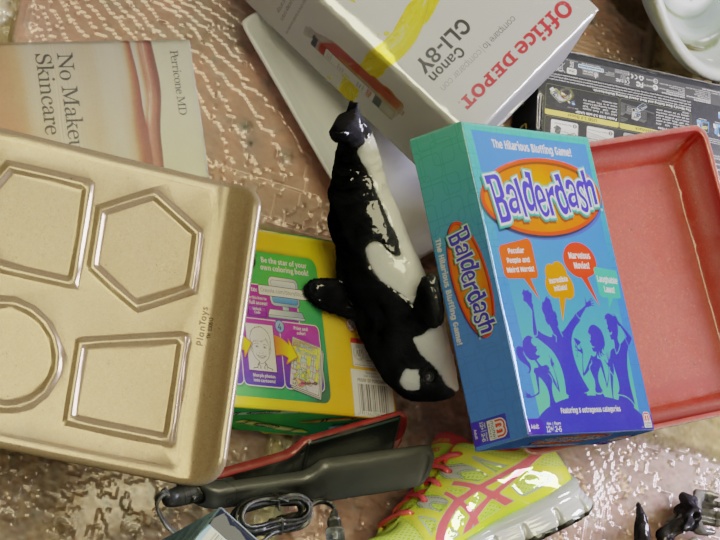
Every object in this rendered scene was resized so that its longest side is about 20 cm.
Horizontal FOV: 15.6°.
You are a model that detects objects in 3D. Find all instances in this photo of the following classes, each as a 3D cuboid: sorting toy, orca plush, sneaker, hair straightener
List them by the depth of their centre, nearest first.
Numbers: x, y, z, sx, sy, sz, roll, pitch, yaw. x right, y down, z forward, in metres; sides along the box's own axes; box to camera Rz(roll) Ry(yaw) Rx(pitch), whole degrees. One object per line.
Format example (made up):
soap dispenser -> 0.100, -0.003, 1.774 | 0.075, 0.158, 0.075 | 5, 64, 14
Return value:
sorting toy -> -0.166, 0.020, 1.522 | 0.200, 0.036, 0.185 | 12, 72, -15
hair straightener -> -0.036, 0.135, 1.621 | 0.200, 0.041, 0.077 | -7, 40, -35
orca plush -> 0.000, 0.000, 1.650 | 0.071, 0.105, 0.200 | -23, 122, -13
sneaker -> 0.054, 0.154, 1.713 | 0.200, 0.078, 0.090 | -19, 82, -37

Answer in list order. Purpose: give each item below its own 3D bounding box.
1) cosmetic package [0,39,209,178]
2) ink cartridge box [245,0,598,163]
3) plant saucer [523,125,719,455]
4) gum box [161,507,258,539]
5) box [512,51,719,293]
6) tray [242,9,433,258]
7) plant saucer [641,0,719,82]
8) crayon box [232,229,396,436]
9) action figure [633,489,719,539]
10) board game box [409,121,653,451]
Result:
cosmetic package -> -0.206, -0.085, 1.666 | 0.200, 0.087, 0.104 | -5, 75, -24
ink cartridge box -> 0.036, -0.183, 1.762 | 0.200, 0.083, 0.145 | 44, 66, 2
plant saucer -> 0.165, 0.014, 1.766 | 0.200, 0.037, 0.200 | -10, 80, -25
gum box -> -0.062, 0.227, 1.569 | 0.170, 0.200, 0.045 | 43, 67, -6
box -> 0.203, -0.060, 1.848 | 0.200, 0.049, 0.161 | 10, 69, -19
tray -> 0.007, -0.102, 1.795 | 0.107, 0.022, 0.200 | -28, 86, -27
plant saucer -> 0.242, -0.235, 1.889 | 0.200, 0.050, 0.200 | -5, 97, -50
crayon box -> -0.069, 0.038, 1.660 | 0.200, 0.058, 0.119 | 8, 69, -46
action figure -> 0.247, 0.204, 1.763 | 0.200, 0.102, 0.119 | -9, 85, 3
board game box -> 0.109, 0.011, 1.663 | 0.152, 0.045, 0.200 | 1, 73, -54
